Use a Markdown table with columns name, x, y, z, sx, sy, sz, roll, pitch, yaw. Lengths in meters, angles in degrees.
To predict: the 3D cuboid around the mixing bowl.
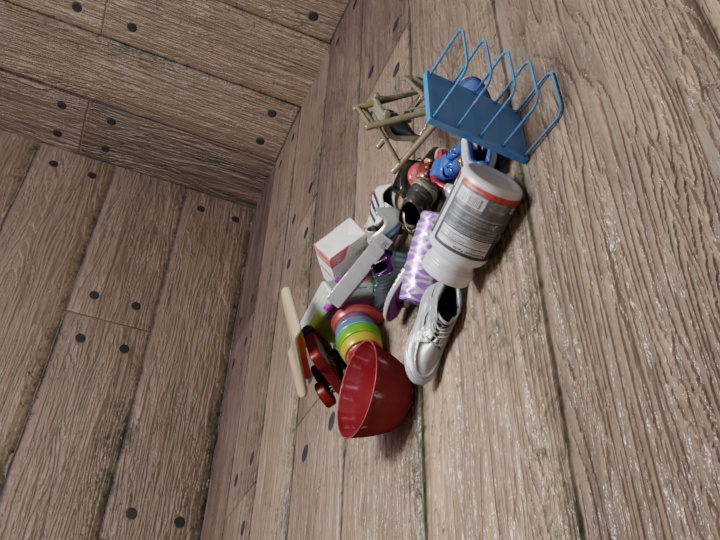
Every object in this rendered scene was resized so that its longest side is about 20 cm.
| name | x | y | z | sx | sy | sz | roll | pitch | yaw |
| --- | --- | --- | --- | --- | --- | --- | --- | --- | --- |
| mixing bowl | 0.039 | 0.248 | 1.499 | 0.200 | 0.108 | 0.201 | -164 | 90 | -74 |

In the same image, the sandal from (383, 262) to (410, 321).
| name | x | y | z | sx | sy | sz | roll | pitch | yaw |
| --- | --- | --- | --- | --- | --- | --- | --- | --- | --- |
| sandal | 0.107 | 0.032 | 1.582 | 0.050 | 0.082 | 0.203 | 37 | 114 | 26 |

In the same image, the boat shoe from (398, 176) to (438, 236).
| name | x | y | z | sx | sy | sz | roll | pitch | yaw |
| --- | --- | --- | --- | --- | --- | --- | --- | --- | --- |
| boat shoe | 0.111 | -0.122 | 1.583 | 0.073 | 0.074 | 0.200 | -47 | -18 | -20 |

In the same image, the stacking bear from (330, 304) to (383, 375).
| name | x | y | z | sx | sy | sz | roll | pitch | yaw |
| --- | --- | --- | --- | --- | --- | --- | --- | --- | --- |
| stacking bear | 0.005 | 0.177 | 1.679 | 0.121 | 0.114 | 0.200 | -47 | 34 | 18 |

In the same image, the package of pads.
| name | x | y | z | sx | sy | sz | roll | pitch | yaw |
| --- | --- | --- | --- | --- | --- | --- | --- | --- | --- |
| package of pads | -0.055 | 0.101 | 1.864 | 0.068 | 0.154 | 0.200 | 58 | 136 | 30 |

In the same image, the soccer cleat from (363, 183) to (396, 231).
| name | x | y | z | sx | sy | sz | roll | pitch | yaw |
| --- | --- | --- | --- | --- | --- | --- | --- | --- | --- |
| soccer cleat | 0.055 | -0.127 | 1.883 | 0.085 | 0.069 | 0.200 | -21 | 55 | 52 |

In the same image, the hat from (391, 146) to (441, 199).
| name | x | y | z | sx | sy | sz | roll | pitch | yaw |
| --- | --- | --- | --- | --- | --- | --- | --- | --- | --- |
| hat | 0.119 | -0.202 | 1.718 | 0.201 | 0.081 | 0.201 | -163 | 90 | -72 |

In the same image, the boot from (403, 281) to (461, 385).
| name | x | y | z | sx | sy | sz | roll | pitch | yaw |
| --- | --- | --- | --- | --- | --- | --- | --- | --- | --- |
| boot | 0.136 | 0.109 | 1.380 | 0.096 | 0.073 | 0.200 | 133 | 151 | -69 |

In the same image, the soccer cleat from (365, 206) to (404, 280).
| name | x | y | z | sx | sy | sz | roll | pitch | yaw |
| --- | --- | --- | --- | --- | --- | --- | --- | --- | --- |
| soccer cleat | 0.046 | -0.063 | 1.787 | 0.070 | 0.086 | 0.200 | -108 | 29 | -62 |

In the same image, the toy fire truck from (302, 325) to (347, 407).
| name | x | y | z | sx | sy | sz | roll | pitch | yaw |
| --- | --- | --- | --- | --- | --- | --- | --- | --- | --- |
| toy fire truck | -0.078 | 0.209 | 1.757 | 0.112 | 0.168 | 0.200 | -31 | 25 | 3 |

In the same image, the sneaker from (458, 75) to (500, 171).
| name | x | y | z | sx | sy | sz | roll | pitch | yaw |
| --- | --- | --- | --- | --- | --- | --- | --- | --- | --- |
| sneaker | 0.218 | -0.272 | 1.381 | 0.146 | 0.080 | 0.201 | -58 | -34 | -87 |

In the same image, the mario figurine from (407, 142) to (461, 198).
| name | x | y | z | sx | sy | sz | roll | pitch | yaw |
| --- | --- | --- | --- | --- | --- | --- | --- | --- | --- |
| mario figurine | 0.186 | -0.206 | 1.565 | 0.123 | 0.106 | 0.200 | -39 | 10 | -31 |

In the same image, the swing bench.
| name | x | y | z | sx | sy | sz | roll | pitch | yaw |
| --- | --- | --- | --- | --- | --- | --- | --- | --- | --- |
| swing bench | 0.109 | -0.345 | 1.667 | 0.200 | 0.130 | 0.199 | -31 | 26 | 5 |

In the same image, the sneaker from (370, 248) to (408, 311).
| name | x | y | z | sx | sy | sz | roll | pitch | yaw |
| --- | --- | --- | --- | --- | --- | --- | --- | --- | --- |
| sneaker | 0.050 | 0.016 | 1.718 | 0.200 | 0.087 | 0.075 | 123 | 157 | -43 |

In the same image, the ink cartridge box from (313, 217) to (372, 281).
| name | x | y | z | sx | sy | sz | roll | pitch | yaw |
| --- | --- | --- | --- | --- | --- | --- | --- | --- | --- |
| ink cartridge box | -0.038 | -0.024 | 1.853 | 0.067 | 0.116 | 0.200 | 44 | 162 | 28 |

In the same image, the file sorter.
| name | x | y | z | sx | sy | sz | roll | pitch | yaw |
| --- | --- | --- | --- | --- | --- | --- | --- | --- | --- |
| file sorter | 0.225 | -0.301 | 1.277 | 0.123 | 0.200 | 0.139 | -54 | 25 | 42 |

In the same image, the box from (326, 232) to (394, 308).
| name | x | y | z | sx | sy | sz | roll | pitch | yaw |
| --- | --- | --- | --- | --- | --- | --- | --- | --- | --- |
| box | 0.000 | 0.000 | 1.721 | 0.200 | 0.041 | 0.039 | -51 | -8 | 2 |

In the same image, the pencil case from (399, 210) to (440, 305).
| name | x | y | z | sx | sy | sz | roll | pitch | yaw |
| --- | --- | --- | --- | --- | --- | --- | --- | --- | --- |
| pencil case | 0.137 | -0.023 | 1.498 | 0.085 | 0.084 | 0.200 | 30 | -104 | -68 |

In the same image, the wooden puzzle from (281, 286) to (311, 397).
| name | x | y | z | sx | sy | sz | roll | pitch | yaw |
| --- | --- | --- | --- | --- | --- | --- | --- | --- | --- |
| wooden puzzle | -0.148 | 0.165 | 1.740 | 0.185 | 0.037 | 0.200 | -114 | 18 | -54 |

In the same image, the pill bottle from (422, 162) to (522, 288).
| name | x | y | z | sx | sy | sz | roll | pitch | yaw |
| --- | --- | --- | --- | --- | --- | --- | --- | --- | --- |
| pill bottle | 0.191 | -0.077 | 1.312 | 0.116 | 0.116 | 0.200 | -103 | 33 | -58 |
